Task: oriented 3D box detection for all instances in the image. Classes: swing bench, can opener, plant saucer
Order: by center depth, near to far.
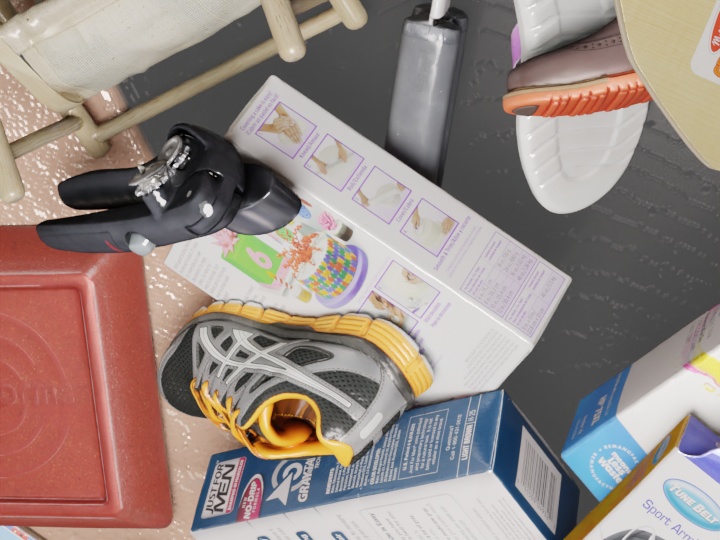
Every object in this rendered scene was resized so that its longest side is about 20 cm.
[{"bbox_3d":[-0.118,-0.032,1.051,0.200,0.064,0.079,-7,135,49],"label":"can opener"},{"bbox_3d":[-0.137,-0.175,1.069,0.198,0.130,0.201,-24,97,22],"label":"swing bench"},{"bbox_3d":[0.056,-0.122,1.077,0.067,0.053,0.201,12,114,9],"label":"can opener"},{"bbox_3d":[-0.225,0.073,1.225,0.199,0.037,0.201,-1,105,15],"label":"plant saucer"}]

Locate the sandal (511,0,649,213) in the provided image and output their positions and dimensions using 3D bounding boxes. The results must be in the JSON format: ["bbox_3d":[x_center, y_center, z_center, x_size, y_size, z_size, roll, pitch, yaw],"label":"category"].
[{"bbox_3d":[0.111,-0.127,1.060,0.082,0.050,0.203,-19,124,-17],"label":"sandal"}]

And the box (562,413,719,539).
[{"bbox_3d":[0.164,0.164,1.004,0.119,0.041,0.200,39,121,-1],"label":"box"}]

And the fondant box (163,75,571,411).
[{"bbox_3d":[0.000,0.000,1.100,0.200,0.058,0.144,33,146,0],"label":"fondant box"}]

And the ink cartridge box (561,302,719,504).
[{"bbox_3d":[0.217,0.071,1.007,0.200,0.067,0.116,-39,97,27],"label":"ink cartridge box"}]

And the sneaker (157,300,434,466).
[{"bbox_3d":[-0.053,0.068,1.110,0.200,0.077,0.078,-5,132,46],"label":"sneaker"}]

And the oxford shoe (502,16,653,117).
[{"bbox_3d":[0.162,-0.132,1.023,0.199,0.071,0.073,-19,87,-6],"label":"oxford shoe"}]

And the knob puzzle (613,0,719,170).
[{"bbox_3d":[0.205,-0.143,0.957,0.219,0.030,0.221,-2,98,-11],"label":"knob puzzle"}]

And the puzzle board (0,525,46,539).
[{"bbox_3d":[-0.203,0.264,1.308,0.200,0.017,0.151,34,114,0],"label":"puzzle board"}]

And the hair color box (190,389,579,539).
[{"bbox_3d":[0.014,0.137,1.122,0.199,0.061,0.100,-15,132,28],"label":"hair color box"}]
